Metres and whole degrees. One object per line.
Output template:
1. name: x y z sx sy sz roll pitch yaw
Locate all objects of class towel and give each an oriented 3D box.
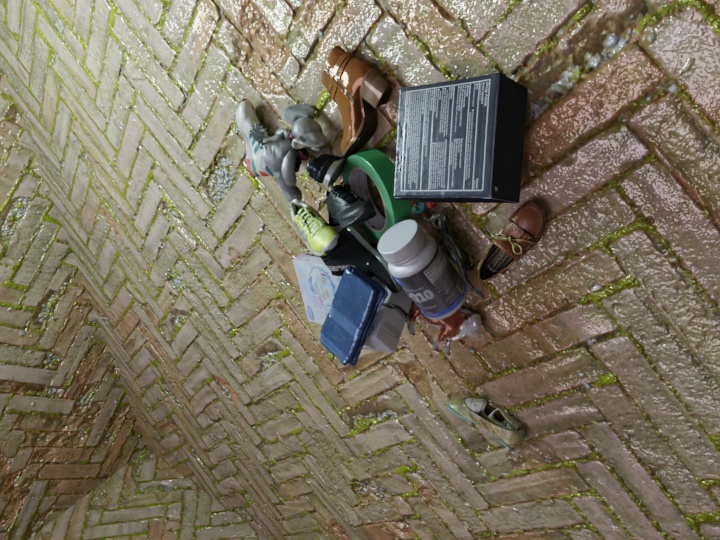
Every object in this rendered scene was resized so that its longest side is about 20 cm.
1. towel: -0.020 0.097 1.175 0.111 0.048 0.201 38 120 32

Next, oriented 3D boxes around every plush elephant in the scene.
1. plush elephant: -0.142 -0.288 1.259 0.154 0.166 0.200 -19 146 13

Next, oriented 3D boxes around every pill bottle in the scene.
1. pill bottle: 0.128 -0.001 1.131 0.113 0.114 0.200 -7 133 45

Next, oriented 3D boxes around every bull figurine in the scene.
1. bull figurine: 0.185 0.117 1.255 0.199 0.065 0.122 34 102 32

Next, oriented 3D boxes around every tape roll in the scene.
1. tape roll: 0.033 -0.161 1.189 0.201 0.048 0.201 49 154 35

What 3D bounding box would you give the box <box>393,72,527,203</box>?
1. box: 0.175 -0.221 0.966 0.197 0.123 0.202 7 96 41

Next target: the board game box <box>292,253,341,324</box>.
1. board game box: -0.083 0.064 1.499 0.198 0.043 0.202 11 123 38

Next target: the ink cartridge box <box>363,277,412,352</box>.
1. ink cartridge box: 0.037 0.077 1.271 0.144 0.201 0.084 -1 151 43

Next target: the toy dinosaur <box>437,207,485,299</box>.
1. toy dinosaur: 0.204 -0.029 1.138 0.047 0.088 0.201 -28 83 11

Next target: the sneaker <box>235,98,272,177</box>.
1. sneaker: -0.249 -0.334 1.388 0.093 0.070 0.201 3 118 21

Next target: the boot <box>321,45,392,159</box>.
1. boot: -0.031 -0.353 1.159 0.155 0.074 0.201 42 126 13

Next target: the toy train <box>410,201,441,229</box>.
1. toy train: 0.147 -0.174 1.120 0.150 0.056 0.201 37 136 19

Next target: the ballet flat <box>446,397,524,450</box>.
1. ballet flat: 0.304 0.349 1.317 0.199 0.071 0.071 31 134 26

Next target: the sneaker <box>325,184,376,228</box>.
1. sneaker: -0.033 -0.144 1.200 0.200 0.075 0.092 10 120 63

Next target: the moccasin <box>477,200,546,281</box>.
1. moccasin: 0.285 -0.052 1.052 0.074 0.078 0.202 46 138 9

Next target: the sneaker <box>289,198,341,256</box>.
1. sneaker: -0.112 -0.097 1.235 0.076 0.075 0.200 49 174 -39

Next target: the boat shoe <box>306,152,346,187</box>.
1. boat shoe: -0.074 -0.226 1.200 0.060 0.200 0.076 29 97 -2

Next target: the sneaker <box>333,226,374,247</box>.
1. sneaker: -0.013 -0.064 1.309 0.201 0.087 0.075 67 -173 29

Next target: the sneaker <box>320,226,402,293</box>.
1. sneaker: 0.000 0.000 1.208 0.200 0.106 0.075 47 177 27
